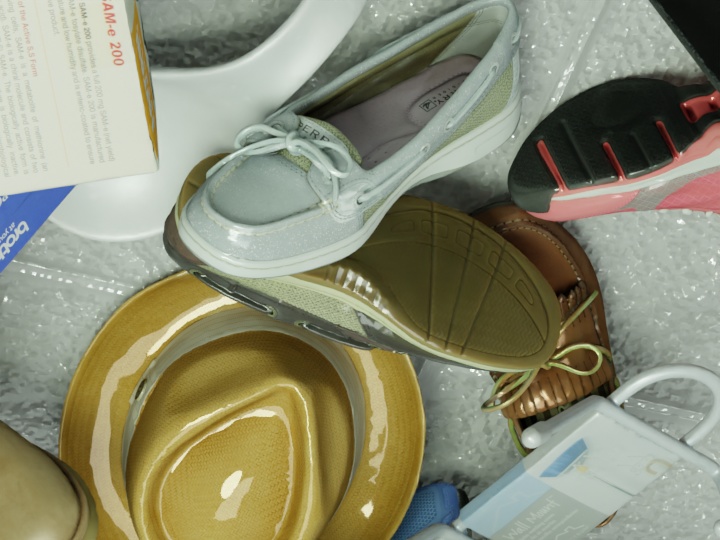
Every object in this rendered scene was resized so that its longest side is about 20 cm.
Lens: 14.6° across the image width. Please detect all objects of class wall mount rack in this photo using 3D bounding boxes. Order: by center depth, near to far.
[{"bbox_3d":[0.092,0.120,1.396,0.173,0.075,0.200,28,122,-36],"label":"wall mount rack"}]

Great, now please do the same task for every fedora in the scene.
[{"bbox_3d":[-0.061,0.096,1.409,0.199,0.082,0.202,0,105,-1],"label":"fedora"}]

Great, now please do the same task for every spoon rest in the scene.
[{"bbox_3d":[-0.078,-0.082,1.322,0.200,0.061,0.099,-38,123,19],"label":"spoon rest"}]

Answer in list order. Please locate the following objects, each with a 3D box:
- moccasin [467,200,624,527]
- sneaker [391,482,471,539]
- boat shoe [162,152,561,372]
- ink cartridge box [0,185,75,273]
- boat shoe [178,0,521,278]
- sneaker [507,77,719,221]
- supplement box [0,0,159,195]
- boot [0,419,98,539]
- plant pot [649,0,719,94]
[{"bbox_3d":[0.094,0.050,1.434,0.073,0.078,0.202,-13,128,2],"label":"moccasin"},{"bbox_3d":[-0.034,0.160,1.501,0.199,0.079,0.089,-24,129,10],"label":"sneaker"},{"bbox_3d":[0.000,0.000,1.352,0.199,0.074,0.065,24,156,-14],"label":"boat shoe"},{"bbox_3d":[-0.229,-0.050,1.217,0.199,0.094,0.044,24,151,30],"label":"ink cartridge box"},{"bbox_3d":[-0.002,-0.063,1.290,0.201,0.074,0.065,-29,142,-32],"label":"boat shoe"},{"bbox_3d":[0.173,-0.050,1.373,0.199,0.074,0.087,-17,129,5],"label":"sneaker"},{"bbox_3d":[-0.187,-0.094,1.113,0.199,0.074,0.127,-8,128,-2],"label":"supplement box"},{"bbox_3d":[-0.230,0.058,1.323,0.066,0.175,0.200,-51,138,-7],"label":"boot"},{"bbox_3d":[0.230,-0.190,1.209,0.176,0.200,0.200,-10,128,-14],"label":"plant pot"}]
